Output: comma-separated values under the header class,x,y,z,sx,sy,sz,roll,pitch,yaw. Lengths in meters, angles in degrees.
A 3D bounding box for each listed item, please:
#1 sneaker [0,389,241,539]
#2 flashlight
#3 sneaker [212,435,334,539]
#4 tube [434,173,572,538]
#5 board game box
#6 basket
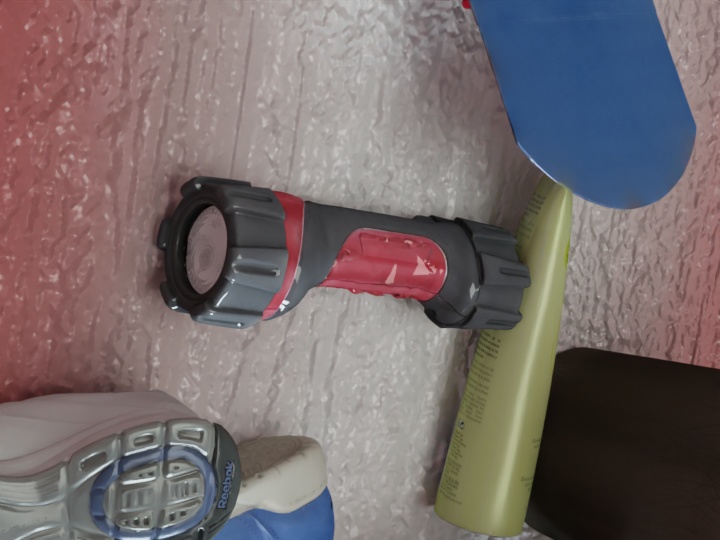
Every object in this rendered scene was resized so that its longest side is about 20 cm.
class,x,y,z,sx,sy,sz,roll,pitch,yaw
sneaker,-0.152,0.090,0.634,0.197,0.087,0.076,-3,106,-20
flashlight,0.000,0.000,0.739,0.198,0.068,0.069,9,94,-40
sneaker,-0.087,0.160,0.698,0.199,0.076,0.113,-21,104,-41
tube,0.086,0.040,0.824,0.051,0.058,0.203,7,97,-44
board game box,0.097,-0.122,0.791,0.157,0.039,0.203,-13,82,-46
basket,0.185,0.115,0.829,0.179,0.199,0.138,12,90,-39
